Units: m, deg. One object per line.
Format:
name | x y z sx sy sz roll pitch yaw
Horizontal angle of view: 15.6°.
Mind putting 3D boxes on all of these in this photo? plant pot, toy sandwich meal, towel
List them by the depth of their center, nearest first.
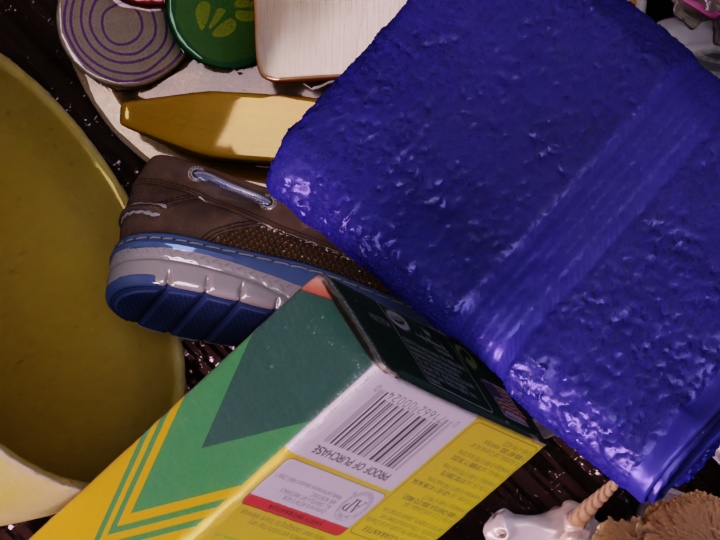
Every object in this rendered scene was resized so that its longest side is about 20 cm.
towel | 0.080 -0.024 0.981 0.200 0.050 0.148 39 78 18
plant pot | -0.185 0.023 1.026 0.142 0.200 0.201 -29 87 25
toy sandwich meal | -0.027 -0.120 1.068 0.204 0.070 0.207 0 88 2

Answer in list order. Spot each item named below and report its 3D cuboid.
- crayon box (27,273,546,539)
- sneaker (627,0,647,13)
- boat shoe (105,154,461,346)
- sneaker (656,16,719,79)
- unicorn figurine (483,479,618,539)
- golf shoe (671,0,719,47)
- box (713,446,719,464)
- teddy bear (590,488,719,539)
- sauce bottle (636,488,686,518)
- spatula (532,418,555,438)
crayon box | -0.042 0.097 0.985 0.200 0.127 0.051 -42 57 14
sneaker | 0.169 -0.168 1.060 0.199 0.078 0.080 -28 95 -1
boat shoe | 0.000 0.000 1.050 0.199 0.072 0.073 16 67 -20
sneaker | 0.188 -0.067 1.038 0.199 0.074 0.088 -15 51 0
unicorn figurine | 0.027 0.158 1.062 0.136 0.074 0.201 6 106 3
golf shoe | 0.108 -0.156 0.976 0.199 0.073 0.093 28 64 -24
box | 0.115 0.014 1.029 0.049 0.082 0.200 -45 72 -1
teddy bear | 0.144 0.182 0.971 0.145 0.067 0.200 -32 68 -21
sauce bottle | 0.108 0.187 1.055 0.064 0.065 0.201 17 89 3
spatula | 0.080 0.066 1.077 0.199 0.021 0.057 -13 128 -4
